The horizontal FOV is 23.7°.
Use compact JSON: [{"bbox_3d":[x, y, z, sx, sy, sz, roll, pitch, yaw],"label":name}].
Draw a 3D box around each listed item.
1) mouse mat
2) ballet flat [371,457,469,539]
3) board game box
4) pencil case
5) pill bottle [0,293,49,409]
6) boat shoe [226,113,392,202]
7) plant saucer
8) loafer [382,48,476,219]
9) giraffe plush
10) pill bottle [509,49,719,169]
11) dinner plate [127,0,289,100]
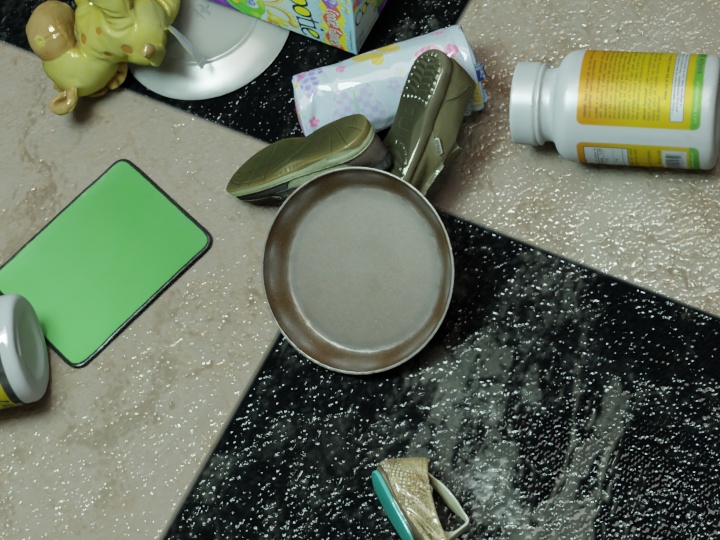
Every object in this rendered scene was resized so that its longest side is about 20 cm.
[{"bbox_3d":[-0.272,-0.010,1.794,0.200,0.008,0.161,-44,63,-9],"label":"mouse mat"},{"bbox_3d":[0.076,0.251,1.550,0.065,0.071,0.201,-19,64,-13],"label":"ballet flat"},{"bbox_3d":[-0.074,-0.329,1.835,0.199,0.103,0.105,22,65,15],"label":"board game box"},{"bbox_3d":[0.030,-0.185,1.768,0.199,0.091,0.083,-16,27,4],"label":"pencil case"},{"bbox_3d":[-0.422,0.096,1.716,0.199,0.111,0.112,-12,62,7],"label":"pill bottle"},{"bbox_3d":[-0.053,-0.097,1.727,0.200,0.066,0.072,-18,34,42],"label":"boat shoe"},{"bbox_3d":[0.000,0.000,1.671,0.199,0.032,0.201,1,92,20],"label":"plant saucer"},{"bbox_3d":[0.062,-0.118,1.706,0.076,0.067,0.201,48,119,55],"label":"loafer"},{"bbox_3d":[-0.284,-0.260,1.845,0.162,0.173,0.200,-31,95,27],"label":"giraffe plush"},{"bbox_3d":[0.252,-0.160,1.686,0.199,0.111,0.112,4,65,15],"label":"pill bottle"},{"bbox_3d":[-0.173,-0.279,1.896,0.199,0.024,0.201,-5,62,10],"label":"dinner plate"}]
